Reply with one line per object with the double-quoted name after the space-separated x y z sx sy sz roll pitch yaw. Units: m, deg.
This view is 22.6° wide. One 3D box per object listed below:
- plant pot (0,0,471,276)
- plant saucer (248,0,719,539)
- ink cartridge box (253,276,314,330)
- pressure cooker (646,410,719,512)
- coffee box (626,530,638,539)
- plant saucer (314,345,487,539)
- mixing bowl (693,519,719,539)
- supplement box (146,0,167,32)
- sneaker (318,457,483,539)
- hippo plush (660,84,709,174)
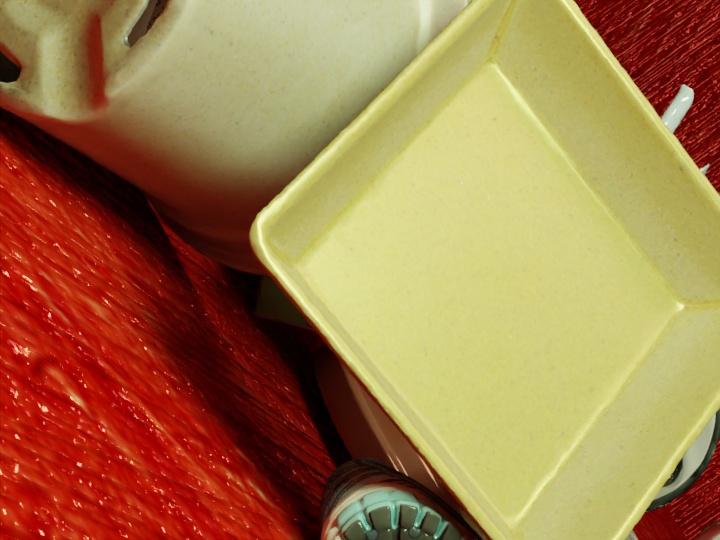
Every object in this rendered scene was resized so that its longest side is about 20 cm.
-0.072 -0.112 0.773 0.201 0.200 0.183 58 19 24 "plant pot"
0.064 0.004 0.752 0.200 0.200 0.048 50 -31 -11 "plant saucer"
0.000 0.000 0.972 0.103 0.060 0.200 14 11 -4 "ink cartridge box"
0.209 0.111 1.491 0.177 0.178 0.200 14 0 -4 "pressure cooker"
0.099 0.112 1.228 0.115 0.079 0.201 51 8 -44 "coffee box"
0.044 0.119 0.972 0.201 0.032 0.200 55 6 -9 "plant saucer"
0.189 0.247 0.972 0.200 0.107 0.202 161 -90 -74 "mixing bowl"
-0.159 -0.247 0.937 0.200 0.134 0.201 46 11 -51 "supplement box"
0.054 0.152 0.767 0.201 0.077 0.086 53 4 -23 "sneaker"
0.104 -0.006 1.114 0.159 0.201 0.160 12 44 -11 "hippo plush"
